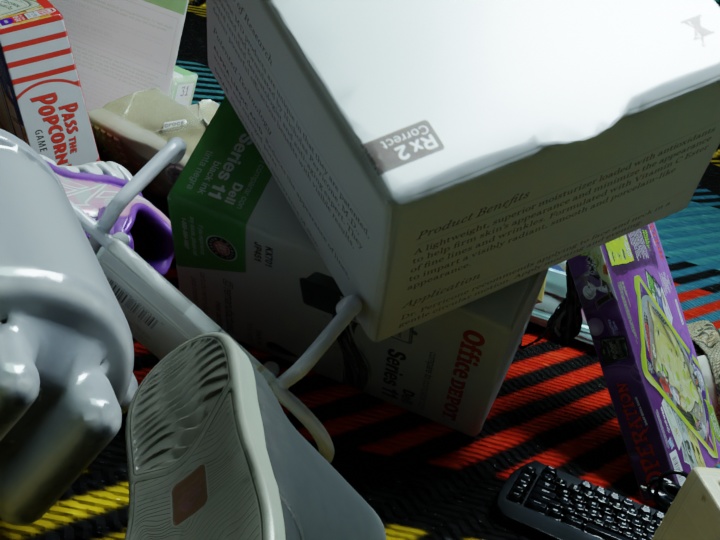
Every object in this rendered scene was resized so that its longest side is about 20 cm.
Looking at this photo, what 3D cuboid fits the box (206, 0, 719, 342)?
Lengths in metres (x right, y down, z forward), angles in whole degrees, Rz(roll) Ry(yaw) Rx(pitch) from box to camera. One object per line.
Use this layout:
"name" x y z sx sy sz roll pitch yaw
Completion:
"box" 0.050 -0.105 0.681 0.199 0.131 0.200 -22 64 -17

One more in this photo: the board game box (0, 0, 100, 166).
"board game box" -0.236 -0.125 0.970 0.046 0.152 0.200 -18 27 -17

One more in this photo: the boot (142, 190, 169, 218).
"boot" -0.078 -0.049 1.034 0.150 0.073 0.200 28 21 38

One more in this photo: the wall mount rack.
"wall mount rack" -0.084 0.018 0.698 0.200 0.075 0.174 42 -27 -4

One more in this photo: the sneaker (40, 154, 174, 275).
"sneaker" -0.184 -0.024 0.814 0.088 0.081 0.200 35 19 28

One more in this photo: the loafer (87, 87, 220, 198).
"loafer" -0.105 -0.077 0.920 0.200 0.068 0.076 30 -25 27

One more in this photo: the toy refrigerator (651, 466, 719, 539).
"toy refrigerator" 0.244 0.147 0.642 0.200 0.070 0.076 10 30 -21

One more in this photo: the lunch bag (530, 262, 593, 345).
"lunch bag" 0.146 -0.001 1.126 0.200 0.077 0.160 18 15 0

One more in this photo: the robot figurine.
"robot figurine" -0.165 0.011 0.564 0.170 0.113 0.200 36 14 -44

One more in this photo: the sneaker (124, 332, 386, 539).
"sneaker" -0.028 0.114 0.481 0.106 0.075 0.200 46 20 -30

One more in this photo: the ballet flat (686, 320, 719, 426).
"ballet flat" 0.252 0.080 1.002 0.075 0.068 0.200 -4 9 1

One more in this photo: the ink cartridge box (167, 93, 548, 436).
"ink cartridge box" 0.000 0.000 0.775 0.200 0.083 0.147 21 -29 9

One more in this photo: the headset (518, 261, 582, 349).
"headset" 0.065 0.014 0.911 0.200 0.094 0.123 13 -1 43

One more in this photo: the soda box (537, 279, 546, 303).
"soda box" 0.050 -0.041 0.955 0.064 0.068 0.200 -11 -31 45

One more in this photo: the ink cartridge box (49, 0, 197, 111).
"ink cartridge box" -0.205 -0.184 1.130 0.145 0.200 0.048 23 17 19

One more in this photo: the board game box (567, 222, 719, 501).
"board game box" 0.173 0.032 0.840 0.032 0.200 0.120 -20 -6 33

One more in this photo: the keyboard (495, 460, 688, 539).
"keyboard" 0.176 0.137 0.712 0.200 0.040 0.104 22 15 13
